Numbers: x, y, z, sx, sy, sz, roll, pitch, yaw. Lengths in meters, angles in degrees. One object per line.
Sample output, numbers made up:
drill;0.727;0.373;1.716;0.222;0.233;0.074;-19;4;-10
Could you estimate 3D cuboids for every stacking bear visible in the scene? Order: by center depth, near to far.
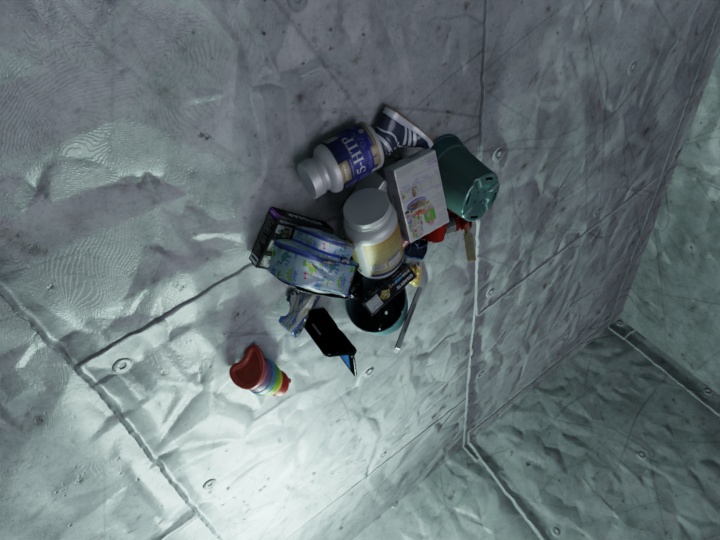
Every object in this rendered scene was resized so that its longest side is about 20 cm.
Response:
stacking bear;-0.282;0.324;1.597;0.122;0.114;0.200;-45;147;0

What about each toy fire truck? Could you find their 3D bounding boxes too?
toy fire truck;0.275;-0.123;1.649;0.172;0.200;0.132;-20;136;-28

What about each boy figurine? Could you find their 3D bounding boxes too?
boy figurine;0.151;0.001;1.740;0.122;0.067;0.198;-23;153;29

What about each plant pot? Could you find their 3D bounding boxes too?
plant pot;0.289;-0.260;1.547;0.196;0.196;0.205;-24;137;-24
plant pot;0.068;0.116;1.682;0.200;0.200;0.188;-44;156;-1

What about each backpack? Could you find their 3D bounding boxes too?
backpack;-0.120;-0.026;1.299;0.195;0.181;0.153;9;97;-40

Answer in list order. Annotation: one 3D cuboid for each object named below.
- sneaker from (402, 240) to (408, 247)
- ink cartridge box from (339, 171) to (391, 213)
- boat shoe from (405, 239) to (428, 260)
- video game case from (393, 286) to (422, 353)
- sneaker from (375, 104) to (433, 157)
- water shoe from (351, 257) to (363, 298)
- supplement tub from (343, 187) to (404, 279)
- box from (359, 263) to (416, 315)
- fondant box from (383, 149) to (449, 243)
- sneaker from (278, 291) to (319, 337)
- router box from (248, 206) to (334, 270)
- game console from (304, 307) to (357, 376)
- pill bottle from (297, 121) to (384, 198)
sneaker;0.094;-0.089;1.495;0.202;0.074;0.086;-52;130;1
ink cartridge box;0.057;-0.173;1.493;0.146;0.084;0.198;-52;141;9
boat shoe;0.154;-0.084;1.684;0.198;0.083;0.070;1;118;-63
video game case;0.151;0.161;1.702;0.143;0.017;0.206;87;25;-77
sneaker;0.107;-0.343;1.403;0.197;0.070;0.111;21;105;-44
water shoe;-0.030;0.027;1.502;0.069;0.080;0.203;-22;135;-1
supplement tub;0.033;-0.093;1.358;0.142;0.145;0.203;-34;142;-14
box;0.071;0.049;1.472;0.158;0.046;0.200;-41;-177;-3
fondant box;0.152;-0.200;1.416;0.141;0.058;0.206;-27;114;-23
sneaker;-0.168;0.081;1.511;0.204;0.083;0.077;-61;176;-16
router box;-0.177;-0.069;1.389;0.196;0.051;0.152;11;113;-48
game console;-0.103;0.220;1.592;0.172;0.200;0.119;2;123;-43
pill bottle;-0.050;-0.262;1.286;0.197;0.120;0.122;-33;141;-17
